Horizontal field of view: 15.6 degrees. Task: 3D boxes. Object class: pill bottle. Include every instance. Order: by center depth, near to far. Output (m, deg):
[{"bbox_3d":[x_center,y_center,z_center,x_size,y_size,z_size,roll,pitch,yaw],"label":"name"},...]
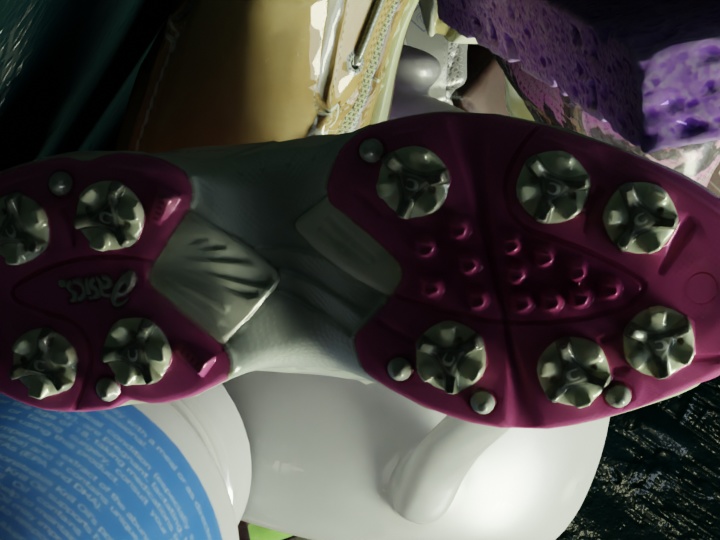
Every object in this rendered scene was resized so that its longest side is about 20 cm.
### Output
[{"bbox_3d":[-0.096,0.087,0.688,0.112,0.112,0.200,-57,178,27],"label":"pill bottle"}]

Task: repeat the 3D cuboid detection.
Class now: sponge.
[{"bbox_3d":[0.096,-0.072,0.701,0.200,0.111,0.030,-130,-149,-70],"label":"sponge"}]

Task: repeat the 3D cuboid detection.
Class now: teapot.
[{"bbox_3d":[0.000,0.000,0.848,0.197,0.199,0.147,-5,111,-66],"label":"teapot"}]

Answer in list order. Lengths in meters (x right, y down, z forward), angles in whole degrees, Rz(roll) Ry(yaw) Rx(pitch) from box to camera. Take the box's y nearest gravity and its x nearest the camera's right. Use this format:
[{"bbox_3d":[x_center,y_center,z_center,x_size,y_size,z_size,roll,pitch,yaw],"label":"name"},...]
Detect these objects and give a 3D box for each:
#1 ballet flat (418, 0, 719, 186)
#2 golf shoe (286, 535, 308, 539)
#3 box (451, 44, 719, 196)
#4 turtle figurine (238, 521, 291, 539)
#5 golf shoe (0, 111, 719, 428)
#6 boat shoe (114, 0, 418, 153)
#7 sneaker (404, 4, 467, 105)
[{"bbox_3d":[0.055,-0.085,0.848,0.069,0.200,0.071,-8,138,-24],"label":"ballet flat"},{"bbox_3d":[-0.030,0.128,0.889,0.199,0.077,0.088,-31,153,-12],"label":"golf shoe"},{"bbox_3d":[0.114,-0.107,1.174,0.200,0.164,0.166,-56,-156,-10],"label":"box"},{"bbox_3d":[-0.066,0.104,1.009,0.194,0.200,0.144,-36,-145,-11],"label":"turtle figurine"},{"bbox_3d":[0.002,-0.006,0.648,0.092,0.199,0.076,-40,132,-75],"label":"golf shoe"},{"bbox_3d":[-0.021,-0.075,0.711,0.201,0.071,0.076,-66,166,1],"label":"boat shoe"},{"bbox_3d":[0.002,-0.066,1.019,0.200,0.082,0.075,-56,178,-10],"label":"sneaker"}]
